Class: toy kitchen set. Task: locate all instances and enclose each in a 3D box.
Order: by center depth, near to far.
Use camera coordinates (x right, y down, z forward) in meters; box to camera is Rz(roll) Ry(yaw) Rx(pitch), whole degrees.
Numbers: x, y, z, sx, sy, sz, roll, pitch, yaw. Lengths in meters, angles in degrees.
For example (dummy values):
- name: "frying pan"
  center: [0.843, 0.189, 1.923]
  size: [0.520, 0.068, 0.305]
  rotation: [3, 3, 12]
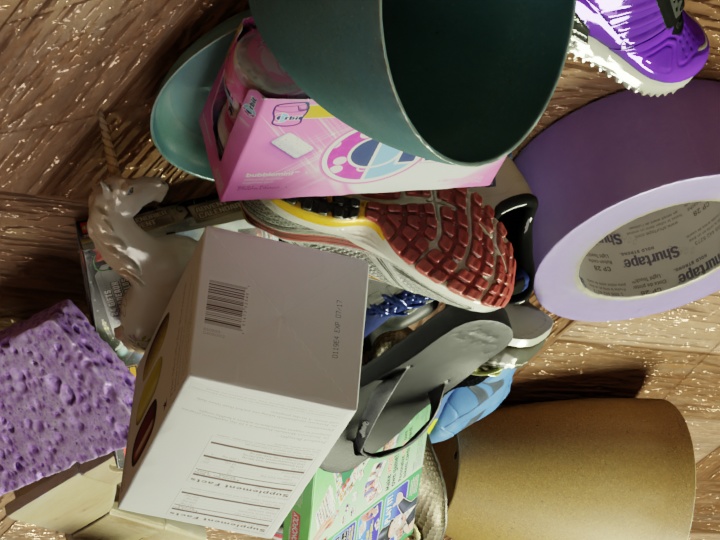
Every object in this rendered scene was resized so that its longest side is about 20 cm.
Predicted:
- name: "toy kitchen set"
  center: [-0.149, 0.179, 1.925]
  size: [0.180, 0.163, 0.200]
  rotation: [-31, 150, 24]

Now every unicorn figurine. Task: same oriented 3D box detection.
- name: "unicorn figurine"
  center: [-0.121, 0.002, 1.630]
  size: [0.137, 0.074, 0.200]
  rotation: [7, 132, -12]

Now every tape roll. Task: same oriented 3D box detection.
- name: "tape roll"
  center: [0.210, -0.048, 1.797]
  size: [0.200, 0.085, 0.200]
  rotation: [-12, 152, -7]

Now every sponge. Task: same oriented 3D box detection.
- name: "sponge"
  center: [-0.242, 0.097, 1.757]
  size: [0.200, 0.030, 0.112]
  rotation: [-23, 112, 39]

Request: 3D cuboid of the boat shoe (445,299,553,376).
- name: "boat shoe"
  center: [0.095, 0.046, 1.808]
  size: [0.072, 0.060, 0.202]
  rotation: [16, -170, -6]

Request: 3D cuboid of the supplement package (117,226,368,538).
- name: "supplement package"
  center: [-0.078, 0.077, 1.587]
  size: [0.110, 0.114, 0.200]
  rotation: [13, 147, -12]

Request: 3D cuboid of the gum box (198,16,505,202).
- name: "gum box"
  center: [0.001, -0.104, 1.540]
  size: [0.200, 0.066, 0.114]
  rotation: [-5, 151, -21]

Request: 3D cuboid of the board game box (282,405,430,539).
- name: "board game box"
  center: [-0.004, 0.164, 1.887]
  size: [0.135, 0.029, 0.200]
  rotation: [-33, 146, -35]

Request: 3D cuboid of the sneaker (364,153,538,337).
- name: "sneaker"
  center: [0.052, -0.005, 1.710]
  size: [0.199, 0.115, 0.081]
  rotation: [-47, 147, 22]

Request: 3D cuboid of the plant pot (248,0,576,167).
- name: "plant pot"
  center: [0.015, -0.164, 1.401]
  size: [0.135, 0.200, 0.200]
  rotation: [7, 168, 35]

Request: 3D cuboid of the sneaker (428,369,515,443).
- name: "sneaker"
  center: [0.095, 0.076, 1.984]
  size: [0.078, 0.066, 0.200]
  rotation: [-9, 154, -32]

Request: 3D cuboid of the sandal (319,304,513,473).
- name: "sandal"
  center: [0.028, 0.089, 1.713]
  size: [0.076, 0.043, 0.200]
  rotation: [11, 140, -37]

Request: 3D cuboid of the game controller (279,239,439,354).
- name: "game controller"
  center: [0.000, 0.000, 1.827]
  size: [0.104, 0.042, 0.200]
  rotation: [-32, 152, -3]

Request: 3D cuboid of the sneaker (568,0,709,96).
- name: "sneaker"
  center: [0.179, -0.176, 1.563]
  size: [0.100, 0.070, 0.200]
  rotation: [-40, 146, 28]

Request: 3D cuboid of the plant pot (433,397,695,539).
- name: "plant pot"
  center: [0.159, 0.189, 2.124]
  size: [0.200, 0.186, 0.186]
  rotation: [10, 144, -20]

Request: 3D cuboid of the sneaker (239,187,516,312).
- name: "sneaker"
  center: [0.012, -0.029, 1.634]
  size: [0.200, 0.078, 0.082]
  rotation: [27, 150, -6]

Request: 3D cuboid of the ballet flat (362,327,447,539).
- name: "ballet flat"
  center: [0.033, 0.139, 1.976]
  size: [0.046, 0.067, 0.200]
  rotation: [-21, 120, -26]

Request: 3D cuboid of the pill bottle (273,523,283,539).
- name: "pill bottle"
  center: [-0.057, 0.127, 1.926]
  size: [0.120, 0.120, 0.200]
  rotation: [-17, 153, 0]

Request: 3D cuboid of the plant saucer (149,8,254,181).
- name: "plant saucer"
  center: [-0.041, -0.122, 1.586]
  size: [0.200, 0.027, 0.200]
  rotation: [-14, 153, -7]

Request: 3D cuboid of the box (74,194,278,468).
- name: "box"
  center: [-0.121, 0.042, 1.743]
  size: [0.137, 0.040, 0.200]
  rotation: [-12, 128, -10]
